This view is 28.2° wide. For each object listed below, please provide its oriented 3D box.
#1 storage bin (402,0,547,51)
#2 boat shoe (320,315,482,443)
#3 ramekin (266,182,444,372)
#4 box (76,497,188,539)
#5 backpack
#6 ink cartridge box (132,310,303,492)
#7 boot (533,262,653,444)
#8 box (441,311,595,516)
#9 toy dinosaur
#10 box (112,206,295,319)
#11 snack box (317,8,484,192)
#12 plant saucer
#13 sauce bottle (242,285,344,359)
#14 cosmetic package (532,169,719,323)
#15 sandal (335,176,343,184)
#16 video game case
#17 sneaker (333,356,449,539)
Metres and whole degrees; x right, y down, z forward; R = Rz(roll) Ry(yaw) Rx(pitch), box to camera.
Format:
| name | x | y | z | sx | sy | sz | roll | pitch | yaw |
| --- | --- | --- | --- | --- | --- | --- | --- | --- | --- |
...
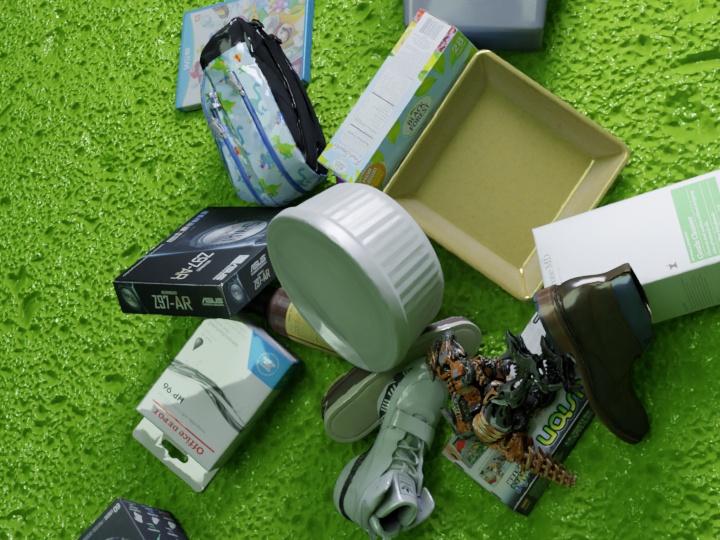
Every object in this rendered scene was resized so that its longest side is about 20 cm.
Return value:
| name | x | y | z | sx | sy | sz | roll | pitch | yaw |
| --- | --- | --- | --- | --- | --- | --- | --- | --- | --- |
| storage bin | 0.131 | -0.321 | 1.623 | 0.198 | 0.146 | 0.136 | 3 | 82 | 6 |
| boat shoe | 0.041 | 0.108 | 1.559 | 0.199 | 0.072 | 0.060 | -37 | 30 | 8 |
| ramekin | 0.000 | 0.000 | 1.494 | 0.094 | 0.203 | 0.202 | -39 | 50 | -26 |
| box | -0.236 | 0.373 | 1.602 | 0.122 | 0.106 | 0.200 | -46 | 56 | 8 |
| backpack | -0.114 | -0.176 | 1.710 | 0.154 | 0.163 | 0.200 | -41 | 78 | 5 |
| ink cartridge box | -0.174 | 0.149 | 1.647 | 0.116 | 0.068 | 0.201 | 38 | 94 | 8 |
| boot | 0.253 | 0.082 | 1.371 | 0.096 | 0.200 | 0.075 | -26 | 29 | 21 |
| box | 0.182 | 0.140 | 1.481 | 0.110 | 0.035 | 0.201 | 36 | 92 | 35 |
| toy dinosaur | 0.151 | 0.132 | 1.443 | 0.200 | 0.102 | 0.136 | 42 | 112 | 7 |
| box | -0.167 | -0.012 | 1.668 | 0.159 | 0.044 | 0.200 | 2 | 29 | 32 |
| snack box | 0.068 | -0.159 | 1.581 | 0.068 | 0.168 | 0.201 | 34 | 90 | 37 |
| plant saucer | 0.155 | -0.100 | 1.540 | 0.199 | 0.048 | 0.201 | 35 | 91 | 4 |
| sauce bottle | -0.061 | 0.052 | 1.642 | 0.199 | 0.065 | 0.065 | 19 | 82 | 33 |
| cosmetic package | 0.282 | -0.009 | 1.424 | 0.198 | 0.085 | 0.108 | -18 | 55 | 13 |
| sandal | -0.001 | -0.103 | 1.674 | 0.075 | 0.048 | 0.202 | 4 | 75 | 32 |
| video game case | -0.150 | -0.290 | 1.853 | 0.198 | 0.018 | 0.145 | -9 | 69 | 29 |
| sneaker | 0.050 | 0.193 | 1.492 | 0.201 | 0.075 | 0.115 | -60 | 25 | 5 |
